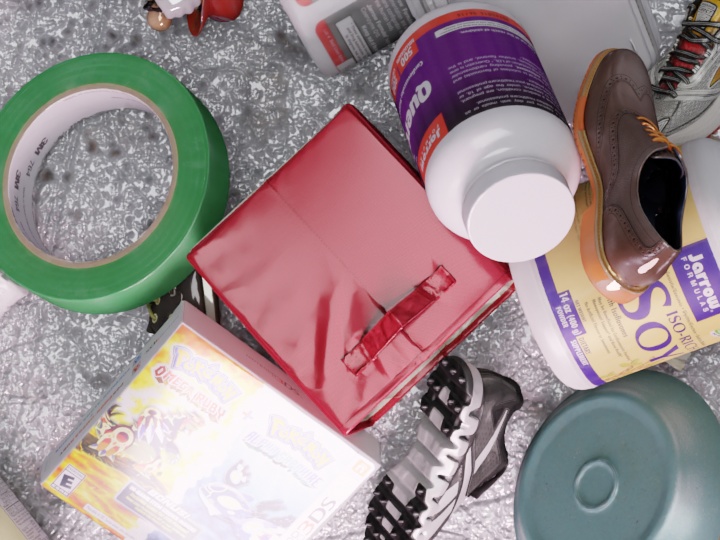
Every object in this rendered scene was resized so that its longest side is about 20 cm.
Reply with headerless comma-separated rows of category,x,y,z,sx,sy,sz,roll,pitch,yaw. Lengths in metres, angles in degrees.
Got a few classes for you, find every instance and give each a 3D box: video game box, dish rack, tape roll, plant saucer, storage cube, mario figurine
video game box,-0.115,0.149,1.721,0.200,0.047,0.182,36,106,-17
dish rack,0.138,-0.188,1.690,0.171,0.044,0.200,-27,130,2
tape roll,-0.202,-0.068,1.730,0.200,0.048,0.201,-5,74,17
plant saucer,0.188,0.167,1.694,0.199,0.036,0.201,-18,61,36
storage cube,0.000,0.000,1.685,0.171,0.200,0.180,-43,83,4
mario figurine,-0.186,-0.230,1.722,0.199,0.124,0.106,20,133,-19

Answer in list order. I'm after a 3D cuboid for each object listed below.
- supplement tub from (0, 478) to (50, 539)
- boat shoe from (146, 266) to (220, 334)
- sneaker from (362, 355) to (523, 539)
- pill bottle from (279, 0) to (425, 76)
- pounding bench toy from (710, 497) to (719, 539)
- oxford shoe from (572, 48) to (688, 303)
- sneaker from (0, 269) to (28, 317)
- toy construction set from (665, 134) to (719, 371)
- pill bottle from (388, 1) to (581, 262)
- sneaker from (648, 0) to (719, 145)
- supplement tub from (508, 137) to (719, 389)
supplement tub,-0.329,0.218,1.732,0.145,0.145,0.200,-39,90,3
boat shoe,-0.139,0.047,1.753,0.060,0.072,0.202,-8,94,-1
sneaker,0.072,0.160,1.746,0.090,0.066,0.201,7,116,-36
pill bottle,0.032,-0.245,1.714,0.199,0.114,0.114,-29,90,3
pounding bench toy,0.307,0.220,1.671,0.156,0.200,0.125,29,93,1
oxford shoe,0.194,-0.076,1.517,0.071,0.073,0.201,21,53,-30
sneaker,-0.368,-0.010,1.763,0.200,0.078,0.100,37,97,2
toy construction set,0.249,-0.027,1.729,0.131,0.092,0.200,26,101,-23
pill bottle,0.091,-0.098,1.588,0.112,0.200,0.113,-7,129,-8
sneaker,0.258,-0.166,1.695,0.200,0.082,0.078,-43,46,-17
supplement tub,0.220,-0.010,1.614,0.199,0.145,0.146,-21,91,15
